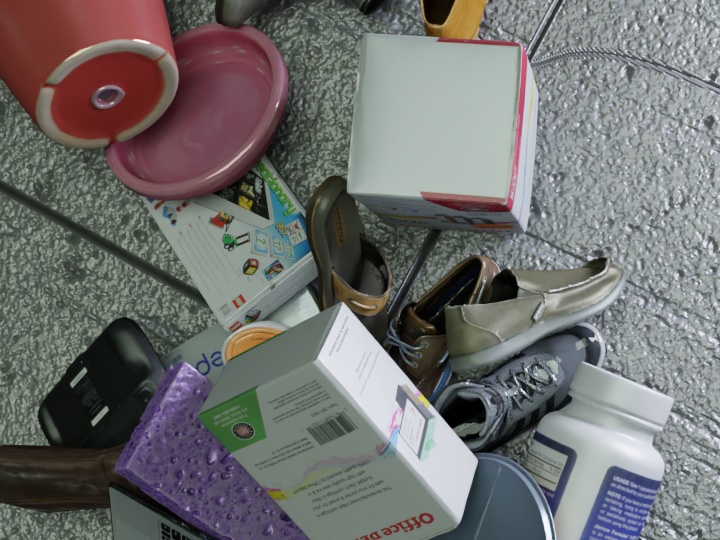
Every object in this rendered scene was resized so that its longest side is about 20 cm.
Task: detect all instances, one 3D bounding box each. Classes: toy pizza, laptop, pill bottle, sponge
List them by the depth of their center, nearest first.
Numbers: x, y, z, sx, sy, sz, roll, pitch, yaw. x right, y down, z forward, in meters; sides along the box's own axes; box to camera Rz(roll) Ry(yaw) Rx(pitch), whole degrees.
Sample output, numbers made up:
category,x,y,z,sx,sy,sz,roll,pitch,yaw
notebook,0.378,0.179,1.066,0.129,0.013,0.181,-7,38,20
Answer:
category,x,y,z,sx,sy,sz,roll,pitch,yaw
toy pizza,0.100,0.260,1.284,0.200,0.032,0.201,-24,57,42
pill bottle,0.201,0.191,1.315,0.119,0.120,0.201,22,90,13
sponge,-0.113,0.184,1.315,0.200,0.030,0.112,40,59,-21
laptop,-0.170,0.322,1.325,0.199,0.188,0.116,27,54,14

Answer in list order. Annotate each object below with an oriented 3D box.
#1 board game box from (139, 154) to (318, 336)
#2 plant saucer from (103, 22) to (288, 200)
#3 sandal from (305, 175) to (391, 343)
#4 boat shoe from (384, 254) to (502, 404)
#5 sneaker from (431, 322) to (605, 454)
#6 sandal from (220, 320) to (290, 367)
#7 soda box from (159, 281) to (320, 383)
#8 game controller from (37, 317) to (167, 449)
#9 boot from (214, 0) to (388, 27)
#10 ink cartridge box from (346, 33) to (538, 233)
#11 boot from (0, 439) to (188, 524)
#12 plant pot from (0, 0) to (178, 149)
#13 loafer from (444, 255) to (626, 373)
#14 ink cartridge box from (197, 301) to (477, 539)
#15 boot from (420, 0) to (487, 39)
category,x,y,z,sx,sy,sz,roll,pitch,yaw
board game box,-0.120,-0.044,1.423,0.126,0.035,0.200,-37,54,2
plant saucer,-0.155,-0.149,1.445,0.199,0.051,0.202,-13,56,20
sandal,0.000,0.000,1.354,0.054,0.201,0.082,13,44,27
boat shoe,0.057,0.063,1.381,0.072,0.072,0.200,34,82,35
sneaker,0.137,0.114,1.347,0.200,0.114,0.076,-35,77,4
sandal,-0.048,0.135,1.368,0.079,0.059,0.207,-36,104,6
soda box,-0.120,0.083,1.425,0.199,0.068,0.064,-31,76,5
game controller,-0.245,0.129,1.411,0.200,0.042,0.105,-43,65,40
boot,-0.039,-0.289,1.443,0.130,0.068,0.200,36,70,14
ink cartridge box,0.081,-0.119,1.350,0.144,0.200,0.146,4,85,12
boot,-0.233,0.217,1.398,0.199,0.187,0.064,-10,43,19
plant pot,-0.269,-0.227,1.414,0.200,0.200,0.178,-32,60,5
loafer,0.157,0.026,1.339,0.199,0.075,0.070,-25,94,-29
ink cartridge box,-0.016,0.146,1.272,0.144,0.084,0.200,-27,113,34
boot,0.098,-0.307,1.400,0.070,0.144,0.202,7,83,11
